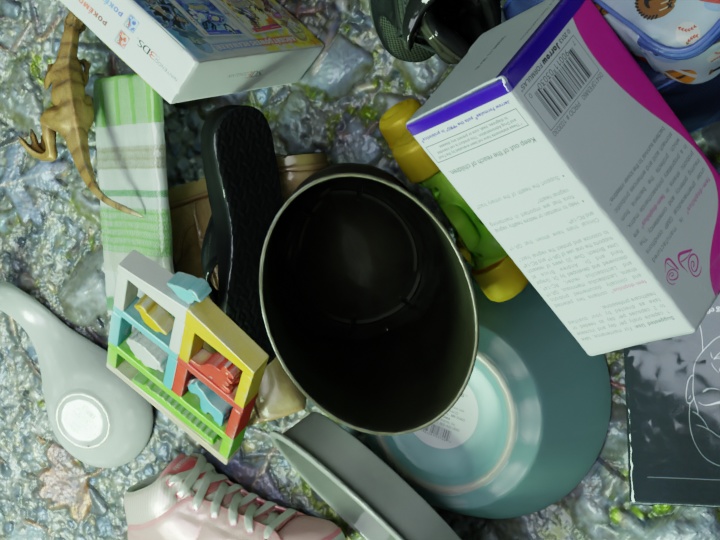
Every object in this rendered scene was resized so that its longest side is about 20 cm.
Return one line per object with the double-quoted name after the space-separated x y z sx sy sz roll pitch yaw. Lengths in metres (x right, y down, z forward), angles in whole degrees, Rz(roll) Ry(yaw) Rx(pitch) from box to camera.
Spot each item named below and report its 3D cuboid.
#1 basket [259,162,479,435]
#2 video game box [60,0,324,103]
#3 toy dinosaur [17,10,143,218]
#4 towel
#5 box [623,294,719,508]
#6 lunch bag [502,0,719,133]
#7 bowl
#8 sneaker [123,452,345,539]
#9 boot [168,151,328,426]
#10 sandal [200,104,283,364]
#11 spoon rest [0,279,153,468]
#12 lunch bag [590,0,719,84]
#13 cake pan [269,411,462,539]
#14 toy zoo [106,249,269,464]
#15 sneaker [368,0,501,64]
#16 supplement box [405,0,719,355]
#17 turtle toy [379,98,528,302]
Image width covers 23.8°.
0.000 0.000 1.192 0.135 0.200 0.181 -23 104 2 "basket"
-0.143 -0.206 1.283 0.182 0.200 0.047 41 115 14 "video game box"
-0.233 -0.118 1.375 0.106 0.060 0.202 -37 62 59 "toy dinosaur"
-0.176 -0.058 1.369 0.149 0.030 0.202 9 103 63 "towel"
0.267 0.058 1.189 0.147 0.107 0.202 0 96 24 "box"
0.196 -0.166 1.170 0.199 0.136 0.133 -25 73 19 "lunch bag"
0.079 0.100 1.278 0.199 0.105 0.203 4 99 23 "bowl"
-0.111 0.200 1.390 0.199 0.075 0.106 -9 98 29 "sneaker"
-0.075 0.017 1.360 0.174 0.066 0.202 -14 90 37 "boot"
-0.090 -0.025 1.291 0.048 0.075 0.202 5 102 48 "sandal"
-0.257 0.083 1.458 0.099 0.061 0.200 -41 94 24 "spoon rest"
0.187 -0.228 1.067 0.160 0.075 0.200 -49 65 8 "lunch bag"
0.015 0.179 1.283 0.200 0.200 0.037 42 79 13 "cake pan"
-0.133 0.062 1.292 0.131 0.020 0.200 38 150 9 "toy zoo"
0.050 -0.179 1.208 0.076 0.199 0.115 10 68 -13 "sneaker"
0.140 -0.058 1.062 0.200 0.101 0.103 50 145 -14 "supplement box"
0.096 -0.062 1.213 0.101 0.200 0.146 -34 109 4 "turtle toy"
